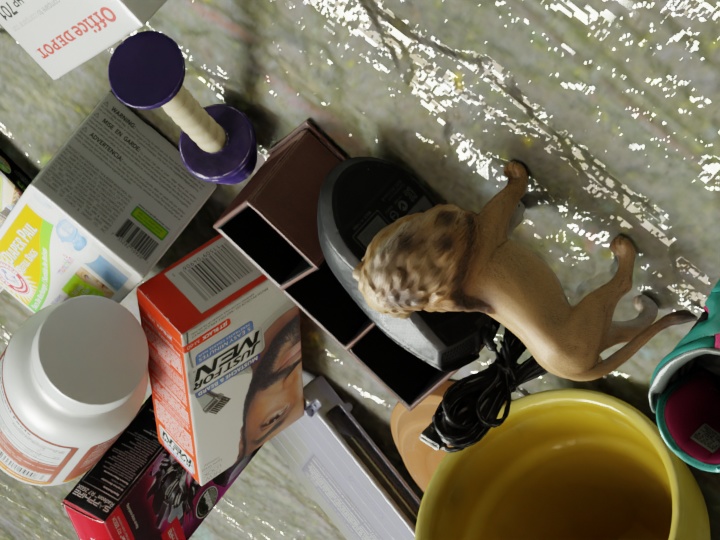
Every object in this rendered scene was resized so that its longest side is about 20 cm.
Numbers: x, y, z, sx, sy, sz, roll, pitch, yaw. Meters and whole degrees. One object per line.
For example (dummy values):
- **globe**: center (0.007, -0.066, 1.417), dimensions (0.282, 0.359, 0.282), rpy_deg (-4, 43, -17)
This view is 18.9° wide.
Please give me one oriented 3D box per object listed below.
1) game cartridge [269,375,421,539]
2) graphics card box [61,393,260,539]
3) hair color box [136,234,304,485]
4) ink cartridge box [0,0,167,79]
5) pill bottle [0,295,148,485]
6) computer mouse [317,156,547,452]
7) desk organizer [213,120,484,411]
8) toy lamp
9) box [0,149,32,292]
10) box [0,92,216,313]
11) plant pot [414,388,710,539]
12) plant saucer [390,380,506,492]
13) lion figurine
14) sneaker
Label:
- **game cartridge**: center (0.006, 0.189, 1.797), dimensions (0.200, 0.038, 0.130), rpy_deg (51, 158, 7)
- **graphics card box**: center (-0.158, 0.163, 1.813), dimensions (0.051, 0.200, 0.126), rpy_deg (22, 148, 28)
- **hair color box**: center (-0.105, 0.065, 1.673), dimensions (0.064, 0.111, 0.201), rpy_deg (44, 154, 28)
- **ink cartridge box**: center (-0.214, -0.237, 1.400), dimensions (0.200, 0.086, 0.146), rpy_deg (48, 149, -15)
- **pill bottle**: center (-0.226, 0.090, 1.663), dimensions (0.112, 0.112, 0.200), rpy_deg (39, 153, -3)
- **computer mouse**: center (0.037, 0.015, 1.451), dimensions (0.200, 0.138, 0.053), rpy_deg (51, 148, -3)
- **desk organizer**: center (0.000, 0.000, 1.509), dimensions (0.200, 0.077, 0.072), rpy_deg (43, 152, -10)
- **toy lamp**: center (-0.112, -0.102, 1.455), dimensions (0.058, 0.059, 0.200), rpy_deg (29, 175, 17)
- **box**: center (-0.349, -0.073, 1.797), dimensions (0.110, 0.035, 0.200), rpy_deg (-40, 105, 19)
- **box**: center (-0.209, -0.035, 1.681), dimensions (0.112, 0.102, 0.200), rpy_deg (40, 153, -5)
- **plant pot**: center (0.166, 0.212, 1.531), dimensions (0.200, 0.202, 0.189), rpy_deg (15, 161, 36)
- **plant saucer**: center (0.106, 0.165, 1.682), dimensions (0.199, 0.032, 0.201), rpy_deg (29, 151, 18)
- **lion figurine**: center (0.103, 0.015, 1.361), dimensions (0.199, 0.123, 0.073), rpy_deg (32, 152, 10)
- **sneaker**: center (0.229, 0.079, 1.307), dimensions (0.083, 0.121, 0.201), rpy_deg (23, 149, 26)
